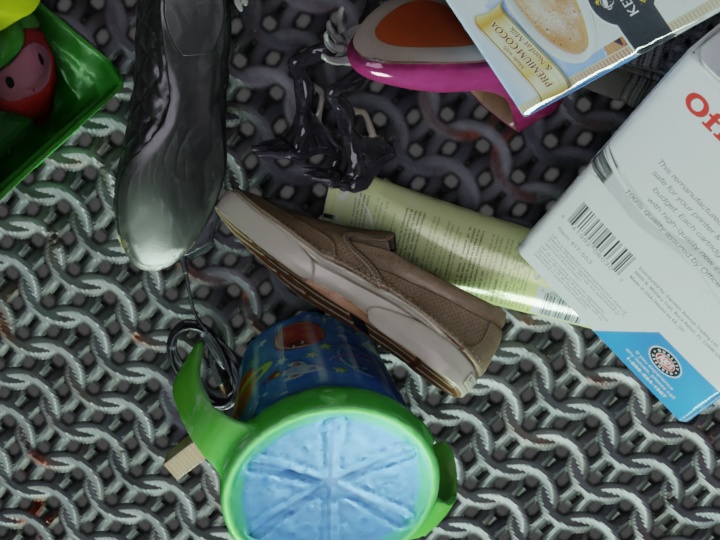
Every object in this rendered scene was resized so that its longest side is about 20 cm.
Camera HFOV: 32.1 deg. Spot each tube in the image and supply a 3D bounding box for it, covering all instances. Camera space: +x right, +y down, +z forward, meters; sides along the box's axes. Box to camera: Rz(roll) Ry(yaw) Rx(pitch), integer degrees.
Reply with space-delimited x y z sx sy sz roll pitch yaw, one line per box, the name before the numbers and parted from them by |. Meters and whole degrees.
tube | 0.070 -0.012 0.816 0.198 0.052 0.058 14 70 4

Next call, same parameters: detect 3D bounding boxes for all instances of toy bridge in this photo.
toy bridge | -0.056 0.184 0.897 0.067 0.027 0.200 -36 102 12

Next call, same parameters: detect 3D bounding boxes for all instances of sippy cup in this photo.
sippy cup | -0.026 0.100 0.803 0.139 0.131 0.179 -23 123 5

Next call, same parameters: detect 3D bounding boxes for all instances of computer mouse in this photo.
computer mouse | -0.115 0.000 0.839 0.058 0.034 0.202 -11 109 -3

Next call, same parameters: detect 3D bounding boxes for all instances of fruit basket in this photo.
fruit basket | -0.223 -0.132 0.712 0.155 0.216 0.216 39 107 -9

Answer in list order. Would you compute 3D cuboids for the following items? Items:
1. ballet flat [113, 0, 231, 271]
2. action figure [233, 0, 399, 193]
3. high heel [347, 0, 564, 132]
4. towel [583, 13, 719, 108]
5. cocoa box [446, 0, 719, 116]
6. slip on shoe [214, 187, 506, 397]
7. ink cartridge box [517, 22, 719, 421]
ballet flat | -0.114 -0.095 0.772 0.066 0.057 0.202 6 111 -18
action figure | -0.011 -0.150 0.738 0.119 0.102 0.202 34 123 40
high heel | 0.058 -0.103 0.713 0.067 0.199 0.097 47 131 29
towel | 0.220 -0.171 0.704 0.192 0.034 0.202 24 110 31
cocoa box | 0.097 -0.208 0.626 0.131 0.133 0.201 -26 106 40
slip on shoe | 0.000 0.000 0.789 0.199 0.076 0.061 34 80 14
ink cartridge box | 0.199 -0.028 0.694 0.147 0.086 0.200 47 144 8
